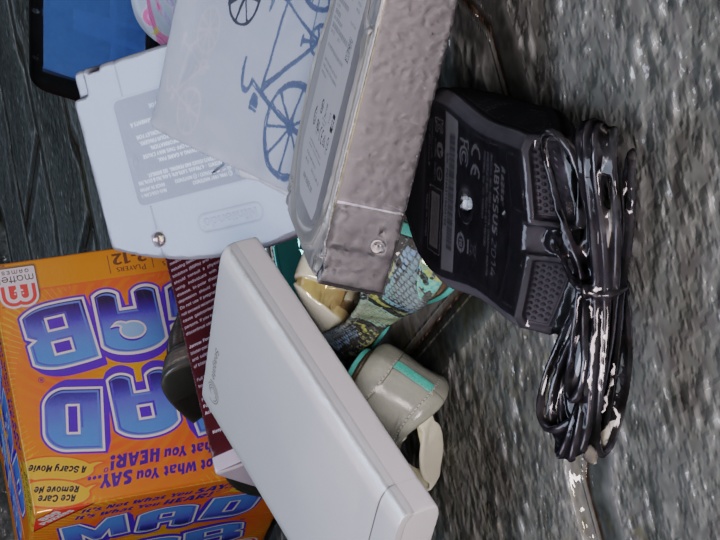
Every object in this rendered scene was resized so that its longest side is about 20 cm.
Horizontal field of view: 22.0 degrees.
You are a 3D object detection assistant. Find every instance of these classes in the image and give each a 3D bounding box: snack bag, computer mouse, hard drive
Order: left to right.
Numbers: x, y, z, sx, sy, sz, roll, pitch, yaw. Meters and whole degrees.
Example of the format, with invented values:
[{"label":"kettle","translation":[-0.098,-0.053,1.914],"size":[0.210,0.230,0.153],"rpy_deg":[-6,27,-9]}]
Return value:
[{"label":"snack bag","translation":[-0.048,-0.140,1.009],"size":[0.200,0.021,0.190],"rpy_deg":[25,106,52]},{"label":"hard drive","translation":[-0.028,0.096,1.009],"size":[0.200,0.027,0.132],"rpy_deg":[55,148,35]},{"label":"hard drive","translation":[0.008,-0.104,0.850],"size":[0.140,0.038,0.201],"rpy_deg":[-114,37,-70]},{"label":"computer mouse","translation":[0.074,-0.019,0.777],"size":[0.200,0.052,0.139],"rpy_deg":[-134,43,-62]}]

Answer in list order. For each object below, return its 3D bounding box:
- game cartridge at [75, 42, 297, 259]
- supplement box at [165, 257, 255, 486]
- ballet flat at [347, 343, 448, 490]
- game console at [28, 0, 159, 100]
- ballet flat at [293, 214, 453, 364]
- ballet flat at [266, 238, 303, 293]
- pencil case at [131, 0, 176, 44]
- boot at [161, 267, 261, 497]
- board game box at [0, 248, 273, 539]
[{"label":"game cartridge","translation":[-0.079,-0.077,1.105],"size":[0.199,0.040,0.134],"rpy_deg":[-11,92,35]},{"label":"supplement box","translation":[-0.064,0.037,1.183],"size":[0.109,0.061,0.201],"rpy_deg":[29,-140,-59]},{"label":"ballet flat","translation":[0.011,0.119,1.058],"size":[0.068,0.063,0.200],"rpy_deg":[-56,-13,-37]},{"label":"game console","translation":[-0.201,-0.164,1.527],"size":[0.200,0.118,0.173],"rpy_deg":[103,154,-53]},{"label":"ballet flat","translation":[0.000,0.000,1.006],"size":[0.200,0.074,0.075],"rpy_deg":[135,125,-66]},{"label":"ballet flat","translation":[-0.042,-0.071,1.148],"size":[0.069,0.069,0.201],"rpy_deg":[-159,61,-72]},{"label":"pencil case","translation":[-0.096,-0.194,1.214],"size":[0.200,0.083,0.091],"rpy_deg":[-165,56,-72]},{"label":"boot","translation":[-0.082,0.046,1.296],"size":[0.200,0.069,0.175],"rpy_deg":[58,-160,-44]},{"label":"board game box","translation":[-0.181,0.113,1.459],"size":[0.200,0.199,0.201],"rpy_deg":[115,143,-61]}]
